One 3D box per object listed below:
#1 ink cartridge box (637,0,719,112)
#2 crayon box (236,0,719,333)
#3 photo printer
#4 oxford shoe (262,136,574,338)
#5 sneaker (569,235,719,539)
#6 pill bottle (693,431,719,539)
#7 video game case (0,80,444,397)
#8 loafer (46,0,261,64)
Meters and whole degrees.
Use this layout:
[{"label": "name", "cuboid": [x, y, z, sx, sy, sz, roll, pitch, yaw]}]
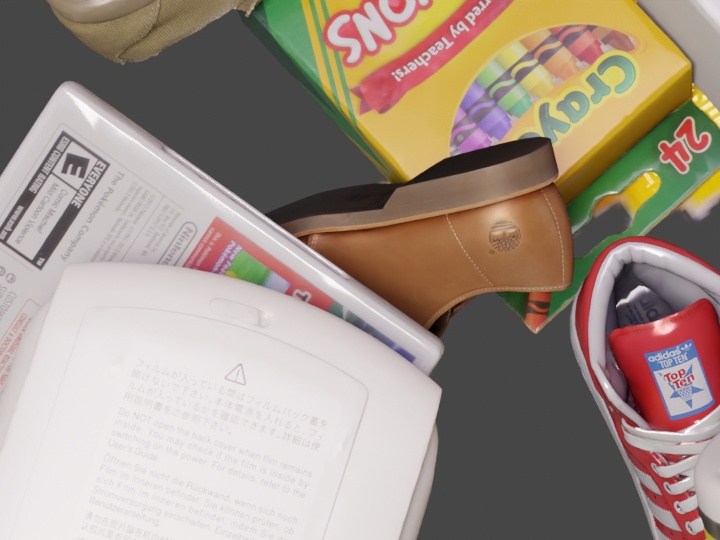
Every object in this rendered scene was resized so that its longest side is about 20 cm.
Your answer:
[{"label": "ink cartridge box", "cuboid": [0.230, -0.095, 1.242, 0.145, 0.083, 0.200, -37, 74, -9]}, {"label": "crayon box", "cuboid": [0.054, -0.089, 1.283, 0.127, 0.051, 0.200, -42, 76, -5]}, {"label": "photo printer", "cuboid": [-0.066, 0.102, 1.100, 0.165, 0.069, 0.201, 17, 80, -2]}, {"label": "oxford shoe", "cuboid": [0.000, 0.000, 1.234, 0.199, 0.071, 0.072, -10, 103, 37]}, {"label": "sneaker", "cuboid": [0.144, 0.077, 1.198, 0.071, 0.113, 0.201, -29, 77, -4]}, {"label": "pill bottle", "cuboid": [0.203, 0.153, 1.143, 0.111, 0.111, 0.201, -15, 105, 3]}, {"label": "video game case", "cuboid": [-0.095, 0.058, 1.169, 0.182, 0.023, 0.201, 35, 102, 0]}, {"label": "loafer", "cuboid": [-0.050, -0.155, 1.258, 0.199, 0.068, 0.076, -29, 64, -15]}]
